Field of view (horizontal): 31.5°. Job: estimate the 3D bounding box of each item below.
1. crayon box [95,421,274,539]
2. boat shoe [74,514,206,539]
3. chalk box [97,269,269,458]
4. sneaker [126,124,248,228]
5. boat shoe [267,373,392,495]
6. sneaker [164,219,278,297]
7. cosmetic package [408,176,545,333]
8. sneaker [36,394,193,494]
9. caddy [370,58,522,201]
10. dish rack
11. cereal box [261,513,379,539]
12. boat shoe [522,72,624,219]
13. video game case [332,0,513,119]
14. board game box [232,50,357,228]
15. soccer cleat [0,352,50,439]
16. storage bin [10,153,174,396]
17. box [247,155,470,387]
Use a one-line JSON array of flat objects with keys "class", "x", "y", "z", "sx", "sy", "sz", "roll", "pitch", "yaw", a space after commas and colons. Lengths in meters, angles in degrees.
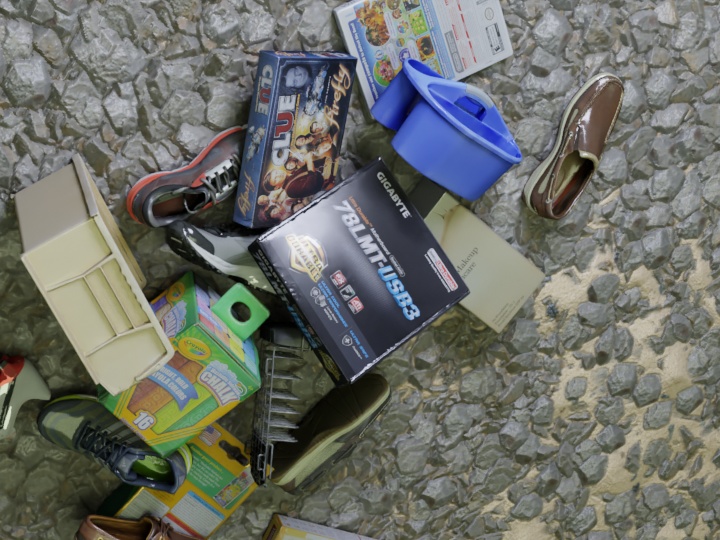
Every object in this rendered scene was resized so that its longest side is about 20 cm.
[{"class": "crayon box", "x": -0.225, "y": 0.282, "z": 1.639, "sx": 0.200, "sy": 0.052, "sz": 0.126, "roll": -45, "pitch": 119, "yaw": 2}, {"class": "boat shoe", "x": -0.257, "y": 0.344, "z": 1.582, "sx": 0.198, "sy": 0.072, "sz": 0.068, "roll": 11, "pitch": 109, "yaw": -21}, {"class": "chalk box", "x": -0.199, "y": 0.098, "z": 1.510, "sx": 0.199, "sy": 0.124, "sz": 0.124, "roll": -37, "pitch": 120, "yaw": 12}, {"class": "sneaker", "x": -0.172, "y": -0.099, "z": 1.484, "sx": 0.199, "sy": 0.082, "sz": 0.078, "roll": -31, "pitch": 119, "yaw": -9}, {"class": "boat shoe", "x": -0.035, "y": 0.217, "z": 1.679, "sx": 0.200, "sy": 0.072, "sz": 0.066, "roll": -40, "pitch": 130, "yaw": -1}, {"class": "sneaker", "x": -0.154, "y": -0.031, "z": 1.512, "sx": 0.199, "sy": 0.074, "sz": 0.080, "roll": 23, "pitch": 90, "yaw": -52}, {"class": "cosmetic package", "x": 0.131, "y": -0.019, "z": 1.640, "sx": 0.199, "sy": 0.073, "sz": 0.104, "roll": 36, "pitch": 96, "yaw": -30}, {"class": "sneaker", "x": -0.291, "y": 0.209, "z": 1.528, "sx": 0.198, "sy": 0.081, "sz": 0.075, "roll": 22, "pitch": 98, "yaw": -14}, {"class": "caddy", "x": 0.109, "y": -0.174, "z": 1.512, "sx": 0.199, "sy": 0.142, "sz": 0.105, "roll": 24, "pitch": 116, "yaw": -44}, {"class": "dish rack", "x": -0.103, "y": 0.160, "z": 1.556, "sx": 0.054, "sy": 0.153, "sz": 0.203, "roll": 6, "pitch": 89, "yaw": -10}, {"class": "cereal box", "x": -0.058, "y": 0.426, "z": 1.768, "sx": 0.198, "sy": 0.040, "sz": 0.145, "roll": 21, "pitch": 103, "yaw": -27}, {"class": "boat shoe", "x": 0.288, "y": -0.154, "z": 1.642, "sx": 0.074, "sy": 0.075, "sz": 0.204, "roll": 21, "pitch": 102, "yaw": -27}, {"class": "video game case", "x": 0.078, "y": -0.287, "z": 1.540, "sx": 0.198, "sy": 0.018, "sz": 0.144, "roll": -26, "pitch": 118, "yaw": -10}, {"class": "board game box", "x": -0.076, "y": -0.154, "z": 1.493, "sx": 0.135, "sy": 0.034, "sz": 0.202, "roll": -11, "pitch": 118, "yaw": -48}, {"class": "soccer cleat", "x": -0.454, "y": 0.185, "z": 1.504, "sx": 0.200, "sy": 0.069, "sz": 0.085, "roll": -45, "pitch": 115, "yaw": -4}, {"class": "storage bin", "x": -0.296, "y": 0.005, "z": 1.412, "sx": 0.093, "sy": 0.200, "sz": 0.200, "roll": -28, "pitch": 118, "yaw": -6}, {"class": "box", "x": 0.000, "y": 0.000, "z": 1.502, "sx": 0.198, "sy": 0.050, "sz": 0.201, "roll": -34, "pitch": 92, "yaw": -24}]
